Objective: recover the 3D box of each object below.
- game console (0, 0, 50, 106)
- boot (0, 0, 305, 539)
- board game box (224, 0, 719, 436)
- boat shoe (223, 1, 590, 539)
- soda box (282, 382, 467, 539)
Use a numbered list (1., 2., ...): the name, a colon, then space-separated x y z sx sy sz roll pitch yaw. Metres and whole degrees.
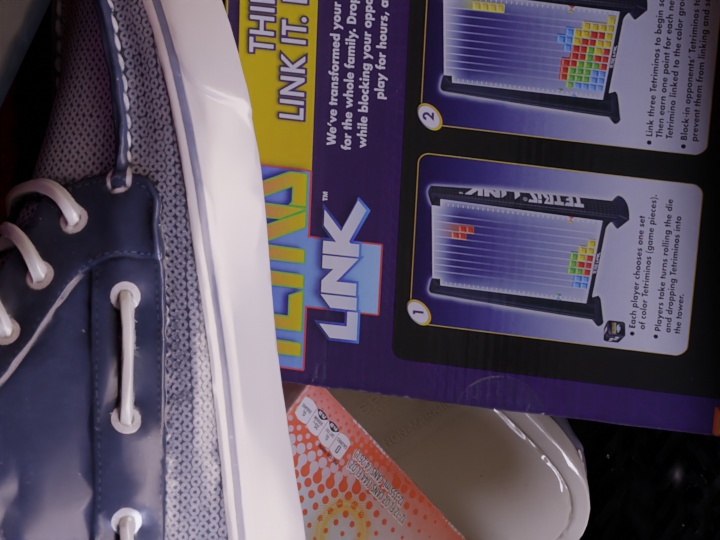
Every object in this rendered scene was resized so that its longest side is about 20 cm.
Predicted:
1. game console: -0.168 -0.061 0.659 0.176 0.031 0.201 30 74 -24
2. boot: -0.073 0.007 0.705 0.090 0.073 0.201 -8 84 -21
3. board game box: 0.051 -0.063 0.718 0.057 0.165 0.201 -62 158 -63
4. boat shoe: 0.000 0.000 0.828 0.200 0.072 0.063 54 18 -23
5. soda box: 0.007 0.112 0.825 0.200 0.063 0.069 48 65 -31
